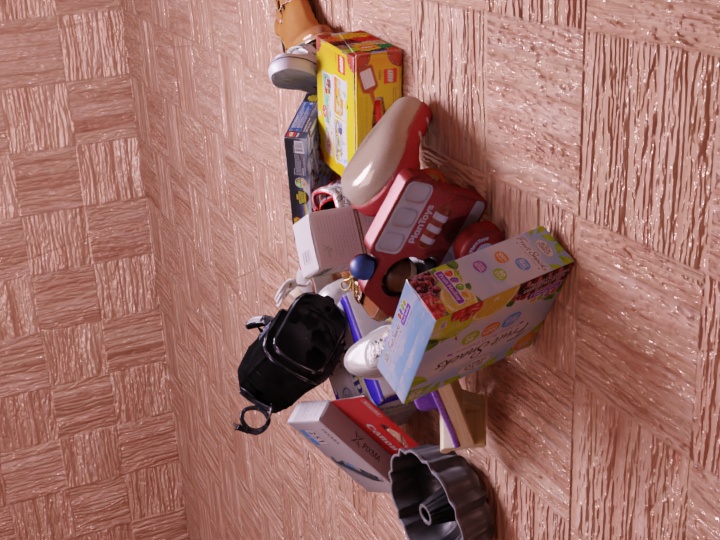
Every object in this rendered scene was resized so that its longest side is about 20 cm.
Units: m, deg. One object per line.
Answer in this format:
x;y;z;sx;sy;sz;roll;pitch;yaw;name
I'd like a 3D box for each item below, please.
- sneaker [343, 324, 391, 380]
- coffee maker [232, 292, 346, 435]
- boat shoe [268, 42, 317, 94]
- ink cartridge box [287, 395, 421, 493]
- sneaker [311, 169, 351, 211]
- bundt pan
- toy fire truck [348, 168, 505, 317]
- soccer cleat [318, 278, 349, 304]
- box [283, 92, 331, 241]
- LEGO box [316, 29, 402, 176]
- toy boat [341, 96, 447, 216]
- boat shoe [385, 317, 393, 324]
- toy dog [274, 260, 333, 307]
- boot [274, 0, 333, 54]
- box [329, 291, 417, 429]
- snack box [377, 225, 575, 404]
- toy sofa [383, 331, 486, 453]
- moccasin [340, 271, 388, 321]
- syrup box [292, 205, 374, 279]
0.047;0.099;1.412;0.199;0.092;0.076;-20;70;33;sneaker
-0.110;0.149;1.613;0.200;0.134;0.193;135;143;-64;coffee maker
-0.094;-0.322;1.623;0.200;0.073;0.067;1;-103;-73;boat shoe
0.009;0.274;1.608;0.200;0.045;0.176;44;148;-22;ink cartridge box
-0.036;-0.130;1.643;0.201;0.107;0.068;-136;40;-55;sneaker
0.124;0.343;1.511;0.202;0.076;0.203;42;141;46;bundt pan
0.071;-0.029;1.309;0.200;0.167;0.112;-60;40;24;toy fire truck
-0.025;0.090;1.798;0.069;0.077;0.200;43;161;34;soccer cleat
-0.081;-0.165;1.670;0.137;0.040;0.201;-70;-18;-49;box
-0.003;-0.243;1.546;0.149;0.077;0.201;-136;40;-55;LEGO box
0.060;-0.135;1.377;0.131;0.131;0.200;-47;9;31;toy boat
0.083;0.064;1.493;0.200;0.072;0.068;46;135;47;boat shoe
-0.069;0.021;1.813;0.132;0.096;0.200;-59;-2;7;toy dog
-0.102;-0.431;1.711;0.200;0.073;0.156;-175;79;-65;boot
0.022;0.144;1.643;0.200;0.104;0.185;120;134;-59;box
0.130;0.051;1.191;0.068;0.199;0.169;55;149;28;snack box
0.099;0.156;1.347;0.200;0.097;0.083;65;-160;-49;toy sofa
0.001;-0.001;1.520;0.074;0.077;0.202;-56;36;32;moccasin
0.015;-0.050;1.431;0.079;0.199;0.082;154;105;-68;syrup box
